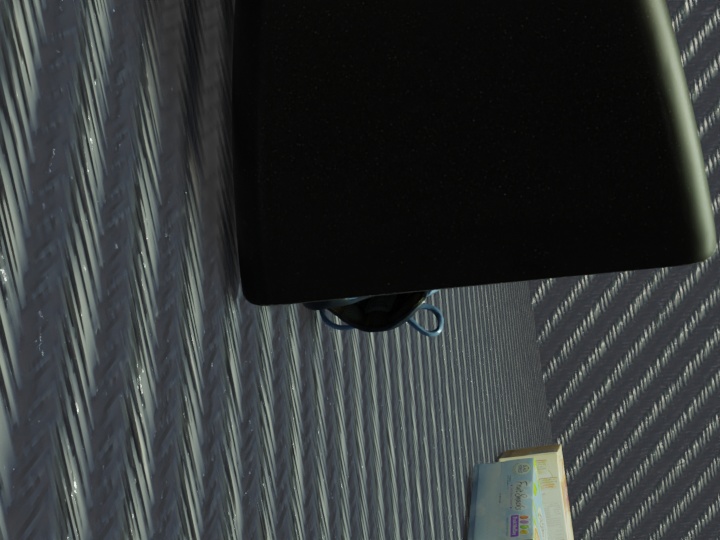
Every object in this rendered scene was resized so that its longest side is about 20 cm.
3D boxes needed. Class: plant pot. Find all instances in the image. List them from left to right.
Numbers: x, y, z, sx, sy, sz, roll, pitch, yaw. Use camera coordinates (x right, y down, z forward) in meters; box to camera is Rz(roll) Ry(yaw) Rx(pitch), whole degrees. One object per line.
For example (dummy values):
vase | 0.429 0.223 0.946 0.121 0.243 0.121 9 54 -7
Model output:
plant pot | 0.039 -0.123 0.686 0.200 0.199 0.178 -87 170 -51

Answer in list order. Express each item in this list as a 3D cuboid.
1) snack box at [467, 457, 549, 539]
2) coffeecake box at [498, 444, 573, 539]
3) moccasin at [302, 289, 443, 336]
snack box | 0.147 0.301 1.495 0.169 0.067 0.201 -72 151 -70
coffeecake box | 0.214 0.313 1.902 0.153 0.073 0.201 18 65 -82
moccasin | 0.000 0.000 0.828 0.200 0.080 0.069 12 74 -66
